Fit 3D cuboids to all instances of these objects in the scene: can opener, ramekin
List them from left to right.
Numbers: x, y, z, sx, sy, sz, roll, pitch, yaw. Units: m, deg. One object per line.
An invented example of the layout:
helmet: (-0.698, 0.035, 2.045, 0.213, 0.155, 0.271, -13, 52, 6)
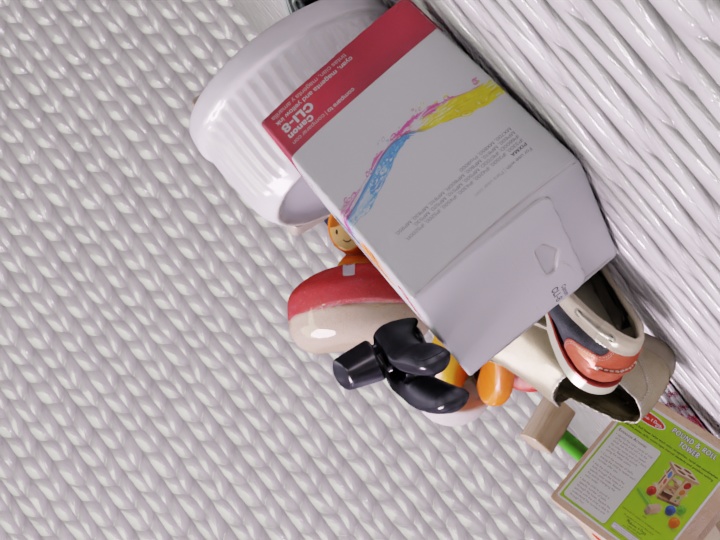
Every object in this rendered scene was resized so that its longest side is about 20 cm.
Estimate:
ramekin: (-0.032, -0.126, 1.084, 0.105, 0.200, 0.200, 55, -179, 14)
can opener: (0.038, 0.074, 0.905, 0.064, 0.078, 0.200, 57, 169, -9)

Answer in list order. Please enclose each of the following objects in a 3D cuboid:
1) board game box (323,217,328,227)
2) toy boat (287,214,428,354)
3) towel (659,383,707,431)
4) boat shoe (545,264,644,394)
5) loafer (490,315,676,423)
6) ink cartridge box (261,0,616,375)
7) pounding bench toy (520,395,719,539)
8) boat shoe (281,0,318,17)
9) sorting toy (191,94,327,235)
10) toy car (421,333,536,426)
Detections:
board game box: (0.032, -0.051, 1.443, 0.200, 0.157, 0.039, -125, 32, -60)
toy boat: (0.000, 0.000, 1.165, 0.200, 0.130, 0.131, -50, -47, -82)
towel: (0.244, 0.083, 1.229, 0.200, 0.030, 0.146, 51, -179, -1)
boat shoe: (0.156, -0.002, 0.993, 0.063, 0.071, 0.200, 111, 146, -47)
loafer: (0.150, 0.064, 1.025, 0.199, 0.068, 0.076, 17, 139, 3)
ink cartridge box: (0.058, -0.058, 0.931, 0.200, 0.145, 0.145, 49, 179, 34)
pounding bench toy: (0.249, 0.199, 1.165, 0.200, 0.124, 0.156, 34, 168, 39)
boat shoe: (-0.027, -0.233, 1.090, 0.068, 0.072, 0.200, 53, 174, 35)
sorting toy: (-0.049, -0.173, 1.426, 0.200, 0.198, 0.070, 50, 158, 19)
toy car: (0.140, 0.058, 1.321, 0.200, 0.149, 0.176, -62, -20, -52)
